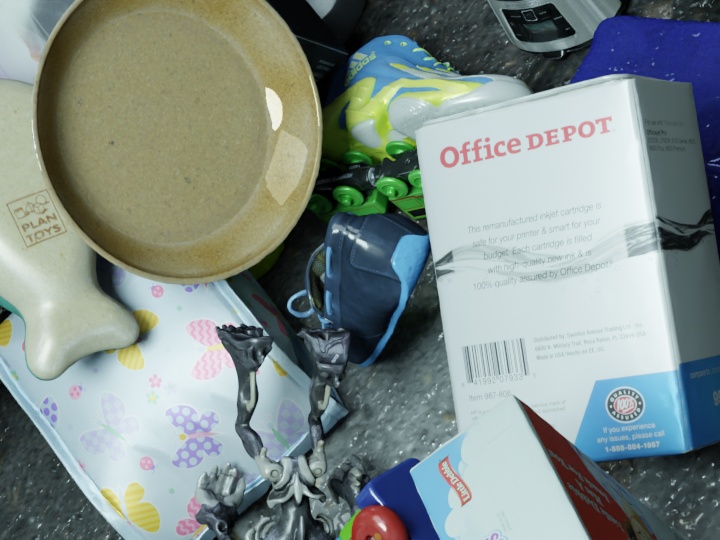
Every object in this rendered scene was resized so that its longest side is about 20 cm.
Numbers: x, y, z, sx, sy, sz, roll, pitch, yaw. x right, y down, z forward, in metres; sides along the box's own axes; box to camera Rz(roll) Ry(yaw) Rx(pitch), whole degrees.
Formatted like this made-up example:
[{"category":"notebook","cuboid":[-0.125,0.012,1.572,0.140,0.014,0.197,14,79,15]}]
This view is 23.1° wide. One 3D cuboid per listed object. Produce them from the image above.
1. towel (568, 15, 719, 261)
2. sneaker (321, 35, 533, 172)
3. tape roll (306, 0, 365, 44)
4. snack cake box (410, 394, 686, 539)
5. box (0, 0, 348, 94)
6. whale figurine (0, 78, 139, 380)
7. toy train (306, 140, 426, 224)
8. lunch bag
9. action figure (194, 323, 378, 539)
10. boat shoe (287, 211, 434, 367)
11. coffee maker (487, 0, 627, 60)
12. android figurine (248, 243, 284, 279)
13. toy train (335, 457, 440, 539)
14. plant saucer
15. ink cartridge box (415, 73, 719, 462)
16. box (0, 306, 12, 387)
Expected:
[{"category":"towel","cuboid":[0.177,-0.060,1.079,0.147,0.050,0.202,11,69,37]},{"category":"sneaker","cuboid":[0.040,-0.128,1.218,0.198,0.076,0.106,-9,56,37]},{"category":"tape roll","cuboid":[-0.095,-0.236,1.347,0.198,0.066,0.203,-2,76,10]},{"category":"snack cake box","cuboid":[0.119,0.159,0.855,0.067,0.200,0.116,-37,43,13]},{"category":"box","cuboid":[-0.153,-0.163,1.242,0.198,0.123,0.200,-43,79,14]},{"category":"whale figurine","cuboid":[-0.219,-0.021,1.125,0.201,0.158,0.104,59,151,11]},{"category":"toy train","cuboid":[0.042,-0.061,1.177,0.199,0.056,0.042,-10,55,41]},{"category":"lunch bag","cuboid":[-0.125,0.076,1.177,0.170,0.127,0.200,-44,69,6]},{"category":"action figure","cuboid":[-0.042,0.134,1.073,0.102,0.117,0.203,-134,44,-81]},{"category":"boat shoe","cuboid":[0.000,0.000,1.088,0.068,0.200,0.085,24,66,1]},{"category":"coffee maker","cuboid":[0.113,-0.272,1.164,0.134,0.200,0.193,30,84,45]},{"category":"android figurine","cuboid":[-0.130,-0.017,1.311,0.200,0.041,0.183,-40,43,14]},{"category":"toy train","cuboid":[0.056,0.214,0.967,0.200,0.084,0.116,49,127,15]},{"category":"plant saucer","cuboid":[-0.118,-0.091,1.112,0.035,0.199,0.202,-6,55,60]},{"category":"ink cartridge box","cuboid":[0.122,0.004,0.984,0.143,0.084,0.203,-10,87,36]},{"category":"box","cuboid":[-0.275,0.045,1.265,0.193,0.048,0.200,-46,-2,28]}]
